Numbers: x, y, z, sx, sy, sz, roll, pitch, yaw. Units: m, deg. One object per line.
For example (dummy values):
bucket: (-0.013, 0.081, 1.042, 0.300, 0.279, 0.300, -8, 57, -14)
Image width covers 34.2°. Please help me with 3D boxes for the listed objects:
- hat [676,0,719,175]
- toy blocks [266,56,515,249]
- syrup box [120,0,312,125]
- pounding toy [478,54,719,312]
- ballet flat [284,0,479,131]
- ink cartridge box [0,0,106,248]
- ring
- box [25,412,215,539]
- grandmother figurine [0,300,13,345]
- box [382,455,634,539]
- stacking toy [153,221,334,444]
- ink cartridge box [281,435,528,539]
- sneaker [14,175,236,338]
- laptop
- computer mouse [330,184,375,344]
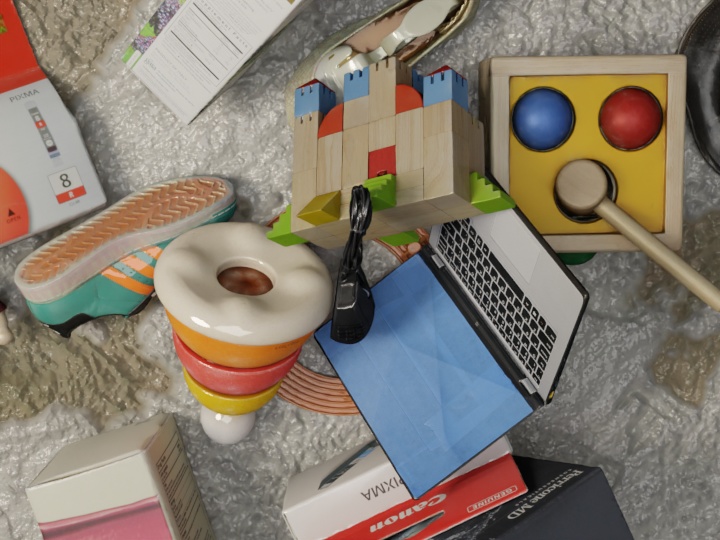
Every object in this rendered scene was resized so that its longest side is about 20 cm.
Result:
hat: (0.368, -0.158, 0.981, 0.199, 0.081, 0.202, 0, 98, -1)
toy blocks: (0.020, -0.101, 0.924, 0.199, 0.100, 0.137, -11, 68, 33)
syrup box: (-0.099, -0.206, 0.916, 0.081, 0.079, 0.200, 45, 140, -8)
pounding toy: (0.195, -0.075, 0.962, 0.183, 0.142, 0.201, -1, 98, 0)
ballet flat: (0.013, -0.187, 0.986, 0.200, 0.062, 0.068, -38, 96, 5)
ink cartridge box: (-0.321, -0.117, 0.971, 0.162, 0.050, 0.201, -25, 101, -24)
ring: (-0.016, 0.033, 1.039, 0.199, 0.019, 0.202, 0, 97, -1)
box: (-0.191, 0.244, 1.012, 0.108, 0.128, 0.201, -18, 97, 3)
grandmother figurine: (-0.361, 0.044, 1.019, 0.121, 0.061, 0.201, 4, 99, -1)
box: (0.091, 0.247, 0.947, 0.196, 0.200, 0.118, -29, 99, -24)
stacking toy: (-0.109, 0.073, 0.989, 0.145, 0.146, 0.201, 13, 126, -2)
ink cartridge box: (0.031, 0.178, 0.979, 0.199, 0.176, 0.045, -26, 98, 3)
sneaker: (-0.193, -0.012, 1.013, 0.199, 0.071, 0.080, -27, 133, -9)
laptop: (0.061, 0.037, 0.928, 0.115, 0.188, 0.200, -17, 142, -23)
computer mouse: (0.000, 0.000, 0.904, 0.034, 0.200, 0.059, 8, 61, -1)
